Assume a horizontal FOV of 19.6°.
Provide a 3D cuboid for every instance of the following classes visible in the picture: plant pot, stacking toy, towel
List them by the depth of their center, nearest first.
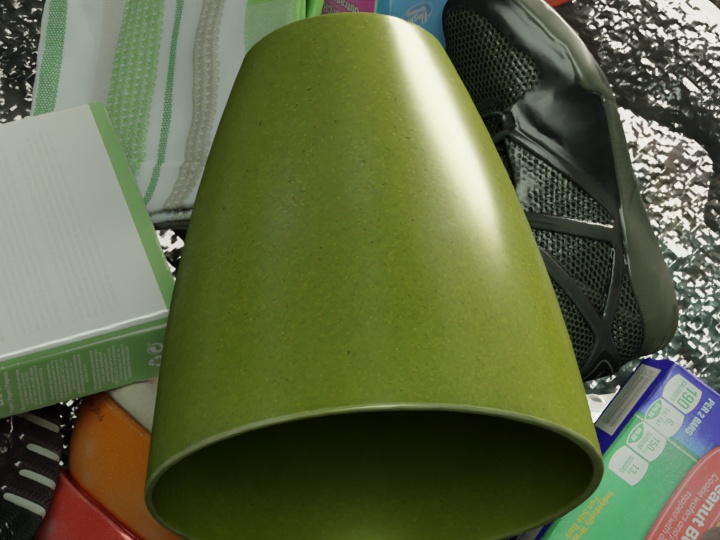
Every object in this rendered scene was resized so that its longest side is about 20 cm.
[{"bbox_3d":[0.000,0.000,0.886,0.186,0.187,0.201,-1,65,-5],"label":"plant pot"},{"bbox_3d":[-0.120,0.153,0.987,0.146,0.146,0.200,38,88,11],"label":"stacking toy"},{"bbox_3d":[-0.099,-0.091,1.038,0.031,0.199,0.150,16,76,-44],"label":"towel"}]

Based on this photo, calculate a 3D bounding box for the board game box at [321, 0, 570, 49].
[{"bbox_3d":[-0.001,-0.175,1.087,0.153,0.040,0.200,-24,40,-37],"label":"board game box"}]

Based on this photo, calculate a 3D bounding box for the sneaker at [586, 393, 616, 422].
[{"bbox_3d":[0.102,0.096,1.046,0.200,0.070,0.080,22,62,-4],"label":"sneaker"}]

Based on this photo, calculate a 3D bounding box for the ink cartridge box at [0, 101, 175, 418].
[{"bbox_3d":[-0.192,0.003,0.951,0.199,0.048,0.146,-15,50,-13],"label":"ink cartridge box"}]

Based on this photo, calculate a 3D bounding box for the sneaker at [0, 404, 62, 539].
[{"bbox_3d":[-0.194,0.089,0.990,0.076,0.115,0.200,32,39,-18],"label":"sneaker"}]

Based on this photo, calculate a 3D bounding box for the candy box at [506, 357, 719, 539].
[{"bbox_3d":[0.167,0.166,0.965,0.200,0.077,0.169,37,89,-3],"label":"candy box"}]

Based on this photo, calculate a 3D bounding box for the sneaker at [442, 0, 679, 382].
[{"bbox_3d":[0.069,-0.036,0.976,0.114,0.076,0.200,-24,98,-34],"label":"sneaker"}]
